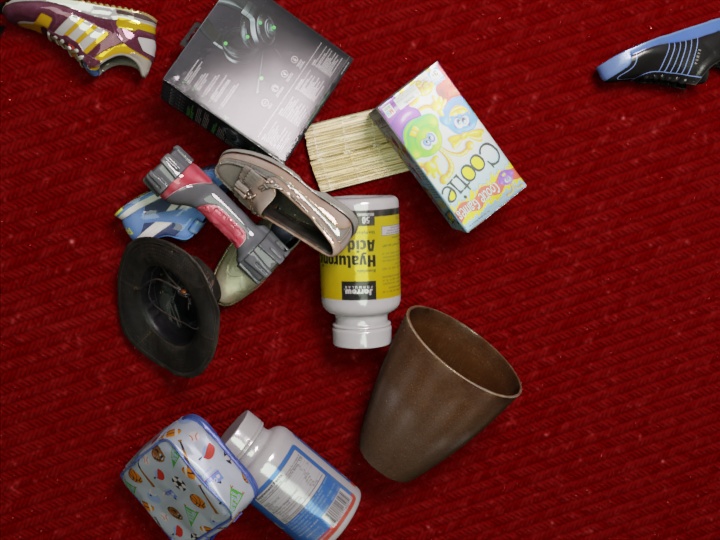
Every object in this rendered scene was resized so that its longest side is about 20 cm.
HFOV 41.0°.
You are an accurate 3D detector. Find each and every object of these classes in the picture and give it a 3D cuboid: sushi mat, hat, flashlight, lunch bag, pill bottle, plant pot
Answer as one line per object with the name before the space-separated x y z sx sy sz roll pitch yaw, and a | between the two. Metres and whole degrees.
sushi mat | 0.025 -0.177 1.340 0.198 0.012 0.096 -14 97 -3
hat | -0.241 0.038 1.301 0.199 0.081 0.202 14 118 28
flashlight | -0.187 -0.067 1.238 0.200 0.068 0.068 47 125 -10
lunch bag | -0.229 0.289 1.294 0.160 0.200 0.076 48 48 -2
pill bottle | 0.000 0.000 1.309 0.110 0.111 0.202 -3 97 -5
plant pot | 0.087 0.184 1.319 0.186 0.187 0.201 32 109 -8
pill bottle | -0.106 0.287 1.334 0.200 0.112 0.112 41 92 -7

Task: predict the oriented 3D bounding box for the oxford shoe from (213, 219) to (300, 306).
oxford shoe | -0.135 -0.030 1.312 0.071 0.074 0.200 40 93 -11

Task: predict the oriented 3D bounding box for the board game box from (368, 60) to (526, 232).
board game box | 0.114 -0.163 1.290 0.103 0.105 0.200 -37 98 -1

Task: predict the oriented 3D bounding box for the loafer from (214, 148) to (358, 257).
loafer | -0.099 -0.085 1.215 0.199 0.063 0.072 28 138 1

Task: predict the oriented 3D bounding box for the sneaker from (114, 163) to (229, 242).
sneaker | -0.228 -0.089 1.302 0.199 0.074 0.083 -24 99 6

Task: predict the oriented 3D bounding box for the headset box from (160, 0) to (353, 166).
headset box | -0.142 -0.254 1.257 0.199 0.093 0.175 33 78 -9

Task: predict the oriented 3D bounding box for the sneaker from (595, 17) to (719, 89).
sneaker | 0.428 -0.284 1.334 0.199 0.070 0.078 -19 91 -3

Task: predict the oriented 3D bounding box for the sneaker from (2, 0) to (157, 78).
sneaker | -0.369 -0.304 1.261 0.198 0.075 0.091 6 91 -5
